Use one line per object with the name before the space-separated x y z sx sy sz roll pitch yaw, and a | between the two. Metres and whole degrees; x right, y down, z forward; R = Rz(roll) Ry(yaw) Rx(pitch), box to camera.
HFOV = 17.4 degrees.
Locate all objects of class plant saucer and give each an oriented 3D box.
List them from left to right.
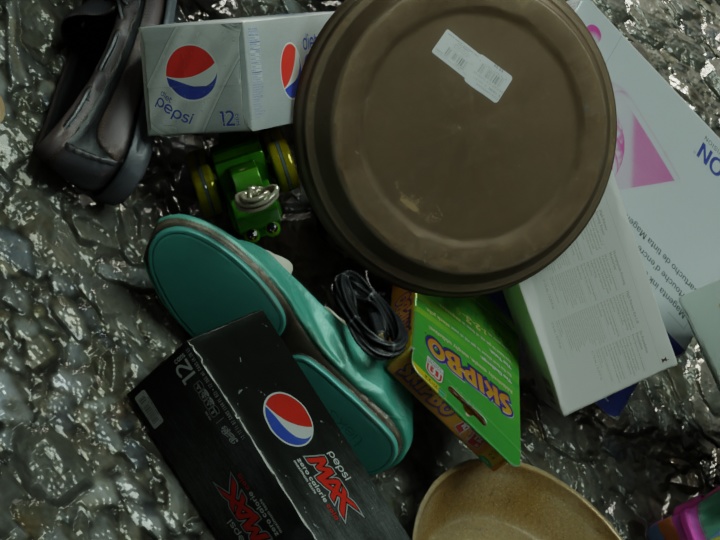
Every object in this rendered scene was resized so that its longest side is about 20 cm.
plant saucer | 0.060 -0.083 1.368 0.199 0.029 0.201 -1 93 -16
plant saucer | 0.098 0.205 1.366 0.200 0.035 0.201 25 45 -28

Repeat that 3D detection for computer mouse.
computer mouse | 0.000 0.000 1.407 0.059 0.034 0.200 27 25 -16

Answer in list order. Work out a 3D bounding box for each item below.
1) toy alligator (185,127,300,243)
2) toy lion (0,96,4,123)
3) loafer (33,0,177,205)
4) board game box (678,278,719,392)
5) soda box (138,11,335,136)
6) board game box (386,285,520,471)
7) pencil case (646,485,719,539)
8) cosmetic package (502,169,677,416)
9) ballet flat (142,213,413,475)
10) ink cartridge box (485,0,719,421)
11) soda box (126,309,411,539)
toy alligator | -0.063 -0.041 1.360 0.200 0.059 0.054 -118 -170 -73
toy lion | -0.288 -0.134 1.259 0.200 0.069 0.192 4 50 -42
loafer | -0.150 -0.131 1.380 0.063 0.072 0.200 22 48 -24
board game box | 0.278 0.107 1.512 0.200 0.064 0.148 54 13 -55
soda box | -0.059 -0.119 1.398 0.200 0.068 0.064 -21 108 -68
board game box | 0.058 0.041 1.423 0.096 0.030 0.200 44 20 -19
pencil case | 0.246 0.230 1.452 0.088 0.088 0.200 6 53 -41
cosmetic package | 0.121 -0.020 1.444 0.051 0.082 0.200 -139 -152 -72
ballet flat | -0.045 0.034 1.352 0.200 0.067 0.070 45 28 -14
ink cartridge box | 0.155 -0.041 1.514 0.196 0.043 0.200 44 58 -19
soda box | -0.038 0.125 1.278 0.071 0.063 0.200 -22 76 -51
